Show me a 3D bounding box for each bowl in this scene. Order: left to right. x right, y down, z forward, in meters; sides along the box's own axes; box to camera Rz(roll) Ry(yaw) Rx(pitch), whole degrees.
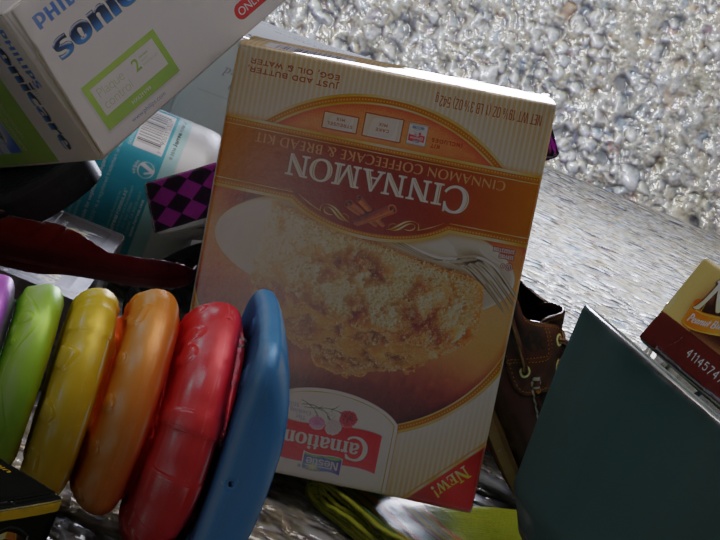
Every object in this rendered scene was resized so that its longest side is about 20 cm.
[{"bbox_3d":[0.150,0.119,0.937,0.201,0.105,0.201,39,4,-3],"label":"bowl"}]

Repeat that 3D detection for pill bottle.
[{"bbox_3d":[-0.192,-0.068,1.239,0.199,0.111,0.111,22,10,-5],"label":"pill bottle"}]

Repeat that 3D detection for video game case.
[{"bbox_3d":[0.000,-0.058,1.165,0.199,0.036,0.181,-15,-5,18],"label":"video game case"}]

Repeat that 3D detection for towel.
[{"bbox_3d":[0.068,0.135,1.011,0.200,0.018,0.086,13,14,-43],"label":"towel"}]

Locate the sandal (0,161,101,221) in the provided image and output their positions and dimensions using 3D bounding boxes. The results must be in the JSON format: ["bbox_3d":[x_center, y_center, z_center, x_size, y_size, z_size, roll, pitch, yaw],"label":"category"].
[{"bbox_3d":[-0.179,-0.049,1.057,0.043,0.076,0.200,61,-5,-22],"label":"sandal"}]

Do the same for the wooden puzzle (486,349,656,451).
[{"bbox_3d":[0.143,0.076,1.248,0.199,0.037,0.185,-8,3,15],"label":"wooden puzzle"}]

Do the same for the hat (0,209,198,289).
[{"bbox_3d":[-0.213,0.015,0.910,0.199,0.166,0.176,-4,-40,21],"label":"hat"}]

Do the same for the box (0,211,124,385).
[{"bbox_3d":[-0.216,-0.010,1.065,0.158,0.048,0.200,23,10,-5],"label":"box"}]

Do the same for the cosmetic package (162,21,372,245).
[{"bbox_3d":[-0.076,-0.088,1.431,0.164,0.166,0.200,18,11,-15],"label":"cosmetic package"}]

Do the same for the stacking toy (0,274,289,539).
[{"bbox_3d":[-0.133,0.043,0.798,0.199,0.116,0.110,17,11,-9],"label":"stacking toy"}]

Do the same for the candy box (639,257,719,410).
[{"bbox_3d":[0.231,0.082,0.961,0.200,0.055,0.115,38,4,-43],"label":"candy box"}]

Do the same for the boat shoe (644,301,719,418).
[{"bbox_3d":[0.185,0.056,1.082,0.075,0.202,0.086,36,25,-42],"label":"boat shoe"}]

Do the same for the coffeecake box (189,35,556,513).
[{"bbox_3d":[0.000,0.000,0.974,0.153,0.201,0.073,11,10,1],"label":"coffeecake box"}]

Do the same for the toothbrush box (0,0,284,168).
[{"bbox_3d":[-0.147,-0.126,1.000,0.200,0.146,0.086,-2,-53,55],"label":"toothbrush box"}]

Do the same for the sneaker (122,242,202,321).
[{"bbox_3d":[-0.045,0.026,1.184,0.199,0.083,0.072,-13,52,-24],"label":"sneaker"}]

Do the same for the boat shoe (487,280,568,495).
[{"bbox_3d":[0.079,0.034,1.091,0.070,0.201,0.070,-22,17,2],"label":"boat shoe"}]

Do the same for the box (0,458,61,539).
[{"bbox_3d":[-0.227,0.060,0.686,0.200,0.050,0.160,27,9,24],"label":"box"}]
